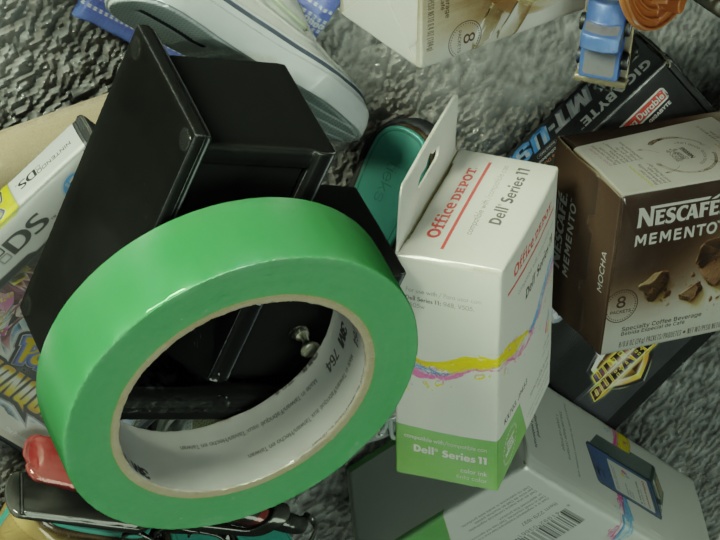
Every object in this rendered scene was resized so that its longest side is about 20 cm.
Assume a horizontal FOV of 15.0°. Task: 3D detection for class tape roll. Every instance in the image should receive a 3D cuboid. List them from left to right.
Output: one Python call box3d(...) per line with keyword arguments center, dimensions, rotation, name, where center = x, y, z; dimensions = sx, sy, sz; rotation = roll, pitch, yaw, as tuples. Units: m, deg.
box3d(center=(-0.069, 0.051, 1.432), dimensions=(0.200, 0.048, 0.201), rotation=(-17, 139, -16), name="tape roll")

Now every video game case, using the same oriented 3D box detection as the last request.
box3d(center=(-0.158, 0.023, 1.548), dimensions=(0.181, 0.026, 0.200), rotation=(-42, 137, 10), name="video game case")

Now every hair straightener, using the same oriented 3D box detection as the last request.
box3d(center=(-0.118, 0.147, 1.622), dimensions=(0.199, 0.041, 0.077), rotation=(11, 133, -26), name="hair straightener")

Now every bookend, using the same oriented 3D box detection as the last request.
box3d(center=(-0.054, -0.020, 1.478), dimensions=(0.199, 0.092, 0.199), rotation=(2, 131, -33), name="bookend")

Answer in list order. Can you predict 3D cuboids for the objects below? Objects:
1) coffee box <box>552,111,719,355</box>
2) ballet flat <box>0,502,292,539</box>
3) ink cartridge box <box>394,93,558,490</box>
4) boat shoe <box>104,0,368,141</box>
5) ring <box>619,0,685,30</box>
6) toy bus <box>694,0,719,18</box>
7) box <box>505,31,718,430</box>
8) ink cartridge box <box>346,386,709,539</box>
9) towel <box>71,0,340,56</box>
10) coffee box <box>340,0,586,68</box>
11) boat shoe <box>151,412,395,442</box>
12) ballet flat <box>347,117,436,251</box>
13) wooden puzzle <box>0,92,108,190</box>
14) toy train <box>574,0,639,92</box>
box3d(center=(0.216, -0.030, 1.659), dimensions=(0.199, 0.080, 0.114), rotation=(-10, 124, -24), name="coffee box")
box3d(center=(-0.135, 0.163, 1.687), dimensions=(0.199, 0.069, 0.063), rotation=(18, 139, -32), name="ballet flat")
box3d(center=(0.068, 0.012, 1.583), dimensions=(0.067, 0.117, 0.201), rotation=(11, 127, 16), name="ink cartridge box")
box3d(center=(-0.056, -0.136, 1.495), dimensions=(0.200, 0.073, 0.067), rotation=(34, 65, -49), name="boat shoe")
box3d(center=(0.182, -0.227, 1.483), dimensions=(0.200, 0.019, 0.201), rotation=(15, 90, -69), name="ring")
box3d(center=(0.297, -0.163, 1.605), dimensions=(0.200, 0.192, 0.136), rotation=(27, 107, -35), name="toy bus")
box3d(center=(0.162, -0.018, 1.722), dimensions=(0.200, 0.050, 0.198), rotation=(-43, 130, 3), name="box")
box3d(center=(0.111, 0.164, 1.760), dimensions=(0.145, 0.088, 0.200), rotation=(-35, 132, 28), name="ink cartridge box")
box3d(center=(-0.050, -0.193, 1.514), dimensions=(0.144, 0.024, 0.200), rotation=(26, 106, -36), name="towel")
box3d(center=(0.090, -0.204, 1.516), dimensions=(0.199, 0.080, 0.115), rotation=(-23, 130, -29), name="coffee box")
box3d(center=(-0.026, 0.089, 1.681), dimensions=(0.201, 0.065, 0.075), rotation=(-12, 125, -19), name="boat shoe")
box3d(center=(0.000, 0.000, 1.639), dimensions=(0.073, 0.073, 0.201), rotation=(20, 104, -35), name="ballet flat")
box3d(center=(-0.155, -0.003, 1.566), dimensions=(0.184, 0.037, 0.201), rotation=(-20, 132, -14), name="wooden puzzle")
box3d(center=(0.141, -0.185, 1.476), dimensions=(0.034, 0.046, 0.201), rotation=(10, 119, 10), name="toy train")
